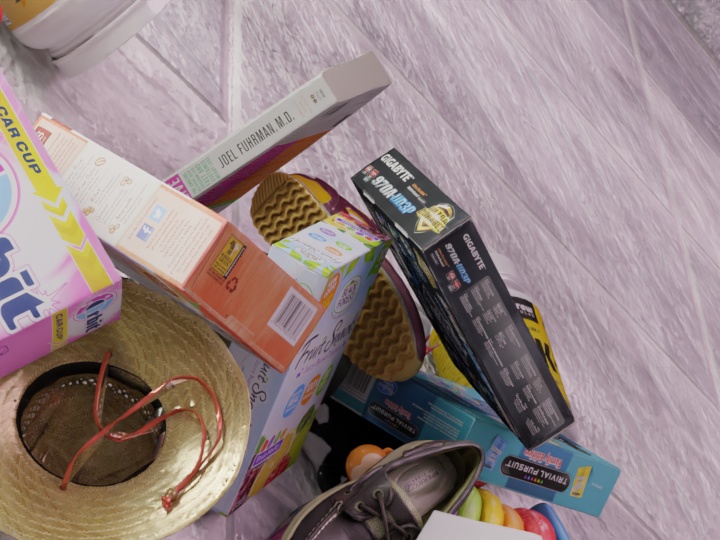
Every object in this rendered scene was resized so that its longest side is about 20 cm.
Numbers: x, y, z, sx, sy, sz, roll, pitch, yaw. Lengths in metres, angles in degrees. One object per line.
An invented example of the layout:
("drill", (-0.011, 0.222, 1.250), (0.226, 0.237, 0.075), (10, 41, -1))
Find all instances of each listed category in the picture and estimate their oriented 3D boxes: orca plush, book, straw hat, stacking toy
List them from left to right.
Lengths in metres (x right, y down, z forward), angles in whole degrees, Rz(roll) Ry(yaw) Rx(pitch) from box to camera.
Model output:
("straw hat", (-0.173, 0.106, 1.313), (0.085, 0.199, 0.202), (107, -38, -64))
("book", (-0.079, -0.101, 1.636), (0.048, 0.199, 0.134), (58, 22, -1))
("orca plush", (0.018, 0.166, 1.667), (0.201, 0.071, 0.105), (59, 22, 2))
("stacking toy", (0.063, 0.194, 1.551), (0.200, 0.116, 0.110), (41, 13, -26))

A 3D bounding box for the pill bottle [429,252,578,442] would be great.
("pill bottle", (0.129, 0.090, 1.940), (0.114, 0.114, 0.201), (32, 34, -46))

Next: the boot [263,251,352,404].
("boot", (-0.084, 0.012, 1.646), (0.157, 0.080, 0.211), (33, 12, -15))

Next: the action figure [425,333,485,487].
("action figure", (0.065, 0.136, 1.778), (0.200, 0.099, 0.066), (40, 27, -31))

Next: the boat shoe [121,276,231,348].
("boat shoe", (-0.156, 0.035, 1.485), (0.200, 0.060, 0.076), (31, 35, -49))

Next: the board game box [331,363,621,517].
("board game box", (0.093, 0.131, 1.641), (0.199, 0.047, 0.151), (22, 5, -45))

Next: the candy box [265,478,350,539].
("candy box", (-0.021, 0.249, 1.494), (0.137, 0.061, 0.200), (58, 22, -2))

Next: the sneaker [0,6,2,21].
("sneaker", (-0.326, -0.226, 1.474), (0.115, 0.078, 0.202), (13, 61, -71))

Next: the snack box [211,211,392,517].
("snack box", (-0.056, 0.066, 1.482), (0.053, 0.201, 0.142), (27, 18, 11))

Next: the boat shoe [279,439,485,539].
("boat shoe", (0.016, 0.171, 1.433), (0.200, 0.066, 0.072), (-34, 90, -44))

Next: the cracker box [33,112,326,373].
("cracker box", (-0.133, -0.019, 1.362), (0.199, 0.058, 0.134), (29, -9, 37))

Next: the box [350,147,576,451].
("box", (0.076, 0.020, 1.537), (0.201, 0.046, 0.159), (60, -6, -28))

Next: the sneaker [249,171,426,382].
("sneaker", (0.000, 0.000, 1.605), (0.201, 0.075, 0.090), (55, 27, 19))

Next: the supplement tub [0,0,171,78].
("supplement tub", (-0.243, -0.264, 1.576), (0.200, 0.144, 0.145), (51, 24, -17))

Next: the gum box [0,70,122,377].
("gum box", (-0.247, -0.038, 1.282), (0.201, 0.113, 0.066), (58, -19, 16))

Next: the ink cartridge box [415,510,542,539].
("ink cartridge box", (0.056, 0.280, 1.368), (0.146, 0.083, 0.202), (-41, 143, -75))
